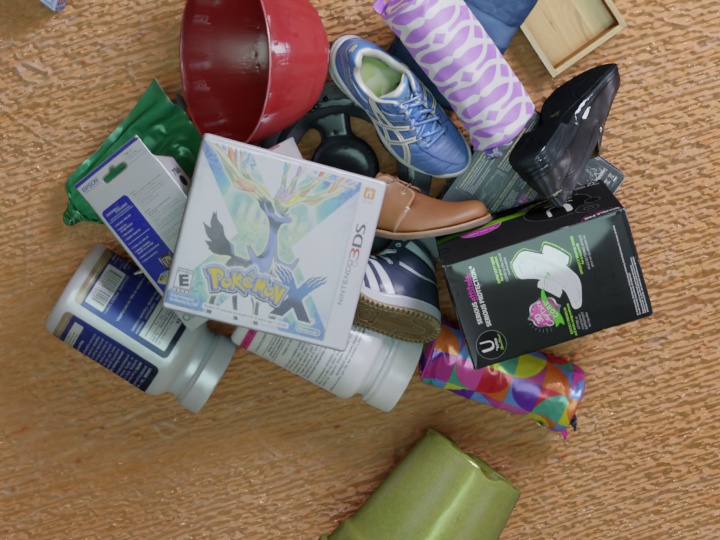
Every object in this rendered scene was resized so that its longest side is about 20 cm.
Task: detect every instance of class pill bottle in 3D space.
[{"bbox_3d":[-0.245,0.069,1.641,0.199,0.116,0.116,34,101,-7],"label":"pill bottle"},{"bbox_3d":[-0.036,0.074,1.642,0.199,0.113,0.114,27,102,-6],"label":"pill bottle"}]

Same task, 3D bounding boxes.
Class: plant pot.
[{"bbox_3d":[0.082,0.292,1.668,0.200,0.200,0.185,34,90,-7],"label":"plant pot"}]

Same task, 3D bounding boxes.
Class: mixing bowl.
[{"bbox_3d":[-0.103,-0.229,1.550,0.108,0.199,0.202,-6,106,-34],"label":"mixing bowl"}]

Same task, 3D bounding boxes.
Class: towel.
[{"bbox_3d":[0.115,-0.274,1.567,0.111,0.049,0.201,29,119,-8],"label":"towel"}]

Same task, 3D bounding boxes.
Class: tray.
[{"bbox_3d":[0.195,-0.324,1.586,0.098,0.037,0.201,-34,100,8],"label":"tray"}]

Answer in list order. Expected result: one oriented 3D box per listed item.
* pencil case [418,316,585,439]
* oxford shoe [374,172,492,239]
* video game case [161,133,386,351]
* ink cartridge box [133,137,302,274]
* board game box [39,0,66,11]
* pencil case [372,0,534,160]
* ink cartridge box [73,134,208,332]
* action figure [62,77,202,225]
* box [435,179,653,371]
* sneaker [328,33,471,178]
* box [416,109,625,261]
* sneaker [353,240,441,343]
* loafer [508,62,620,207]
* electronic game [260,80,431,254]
[{"bbox_3d":[0.163,0.124,1.669,0.198,0.088,0.089,22,103,-3],"label":"pencil case"},{"bbox_3d":[0.044,-0.071,1.578,0.198,0.071,0.072,0,99,8],"label":"oxford shoe"},{"bbox_3d":[-0.088,-0.027,1.497,0.198,0.022,0.184,14,90,-11],"label":"video game case"},{"bbox_3d":[-0.161,-0.070,1.591,0.199,0.116,0.068,-24,97,20],"label":"ink cartridge box"},{"bbox_3d":[-0.372,-0.385,1.562,0.198,0.062,0.202,4,103,-1],"label":"board game box"},{"bbox_3d":[0.103,-0.219,1.529,0.085,0.084,0.201,-13,119,48],"label":"pencil case"},{"bbox_3d":[-0.200,-0.042,1.524,0.099,0.039,0.201,-33,101,22],"label":"ink cartridge box"},{"bbox_3d":[-0.262,-0.114,1.629,0.199,0.055,0.118,-36,102,15],"label":"action figure"},{"bbox_3d":[0.192,0.002,1.559,0.198,0.149,0.125,-17,105,3],"label":"box"},{"bbox_3d":[0.044,-0.170,1.551,0.200,0.077,0.076,41,86,-16],"label":"sneaker"},{"bbox_3d":[0.177,-0.073,1.641,0.159,0.044,0.201,33,101,-7],"label":"box"},{"bbox_3d":[0.000,0.000,1.593,0.198,0.109,0.070,22,138,-19],"label":"sneaker"},{"bbox_3d":[0.231,-0.150,1.571,0.200,0.072,0.073,-50,115,-31],"label":"loafer"},{"bbox_3d":[-0.018,-0.114,1.633,0.198,0.042,0.202,2,104,9],"label":"electronic game"}]
